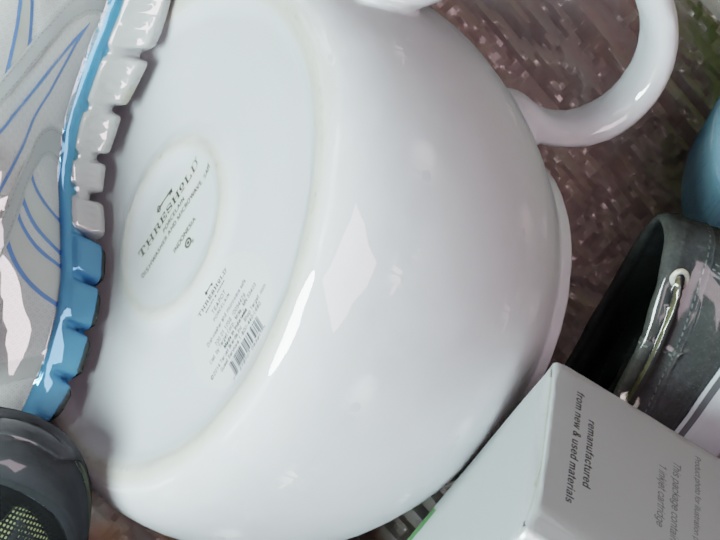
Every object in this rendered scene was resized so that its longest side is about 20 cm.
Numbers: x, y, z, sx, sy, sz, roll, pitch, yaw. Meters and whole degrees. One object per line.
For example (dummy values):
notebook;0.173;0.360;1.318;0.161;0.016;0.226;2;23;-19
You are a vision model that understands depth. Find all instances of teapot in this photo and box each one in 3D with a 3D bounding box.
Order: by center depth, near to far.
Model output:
teapot;0.000;0.000;0.816;0.146;0.200;0.199;16;69;-34

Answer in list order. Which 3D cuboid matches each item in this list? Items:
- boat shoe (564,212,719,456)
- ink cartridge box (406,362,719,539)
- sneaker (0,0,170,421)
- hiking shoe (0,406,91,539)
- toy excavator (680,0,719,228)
boat shoe;0.068;0.065;0.832;0.056;0.069;0.200;29;109;-17
ink cartridge box;0.099;0.144;0.774;0.199;0.088;0.146;30;122;-9
sneaker;-0.124;-0.035;0.803;0.086;0.075;0.201;15;82;-37
hiking shoe;-0.137;0.135;0.774;0.075;0.101;0.201;22;117;-18
toy excavator;0.156;-0.065;0.889;0.200;0.100;0.195;40;76;6
